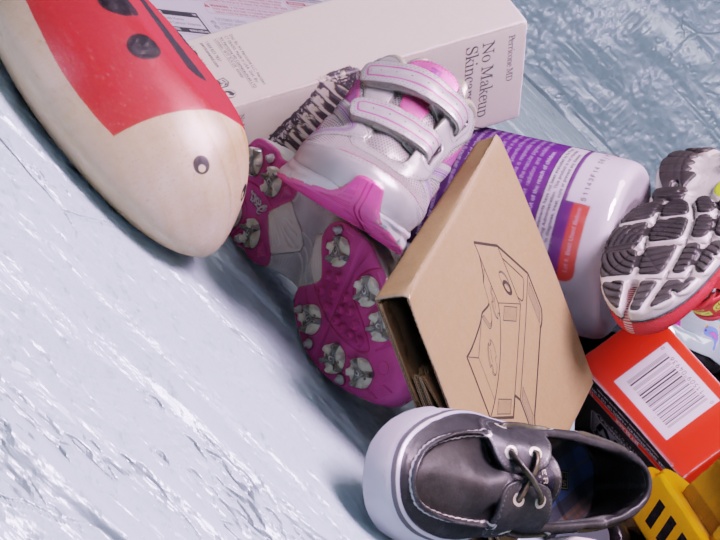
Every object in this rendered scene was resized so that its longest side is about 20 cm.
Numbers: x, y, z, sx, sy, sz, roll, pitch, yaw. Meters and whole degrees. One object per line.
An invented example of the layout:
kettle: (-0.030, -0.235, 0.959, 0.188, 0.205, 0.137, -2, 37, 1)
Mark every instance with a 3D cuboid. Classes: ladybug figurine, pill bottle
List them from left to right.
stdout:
ladybug figurine: (-0.122, -0.094, 1.405, 0.200, 0.072, 0.136, 52, 12, 28)
pill bottle: (0.068, -0.034, 1.643, 0.200, 0.112, 0.111, 14, 1, 18)

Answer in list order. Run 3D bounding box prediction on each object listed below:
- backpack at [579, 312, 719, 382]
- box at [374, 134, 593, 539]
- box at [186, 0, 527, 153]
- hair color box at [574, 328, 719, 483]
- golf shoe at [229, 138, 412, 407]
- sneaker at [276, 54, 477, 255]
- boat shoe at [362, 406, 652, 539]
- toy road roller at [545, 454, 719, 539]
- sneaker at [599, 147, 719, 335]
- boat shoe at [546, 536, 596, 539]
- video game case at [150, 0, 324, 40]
backpack: (0.151, 0.016, 1.737, 0.200, 0.127, 0.167, 6, -7, 28)
box: (0.071, 0.039, 1.456, 0.164, 0.021, 0.200, 69, 26, -20)
box: (-0.005, -0.111, 1.585, 0.082, 0.200, 0.068, 91, -26, -45)
hair color box: (0.183, 0.117, 1.644, 0.102, 0.061, 0.200, 49, -15, 25)
golf shoe: (0.000, 0.000, 1.483, 0.091, 0.075, 0.200, 9, 35, -40)
sneaker: (0.015, -0.073, 1.455, 0.081, 0.088, 0.200, 32, 15, -5)
boat shoe: (0.077, 0.103, 1.352, 0.200, 0.057, 0.069, 6, 82, -53)
toy road roller: (0.203, 0.182, 1.458, 0.123, 0.146, 0.200, 38, 13, -37)
sneaker: (0.200, -0.004, 1.588, 0.200, 0.077, 0.085, -48, 131, -55)
boat shoe: (0.141, 0.207, 1.322, 0.200, 0.075, 0.093, 43, 15, 23)
video game case: (-0.111, -0.191, 1.758, 0.200, 0.023, 0.182, 2, 41, -42)
